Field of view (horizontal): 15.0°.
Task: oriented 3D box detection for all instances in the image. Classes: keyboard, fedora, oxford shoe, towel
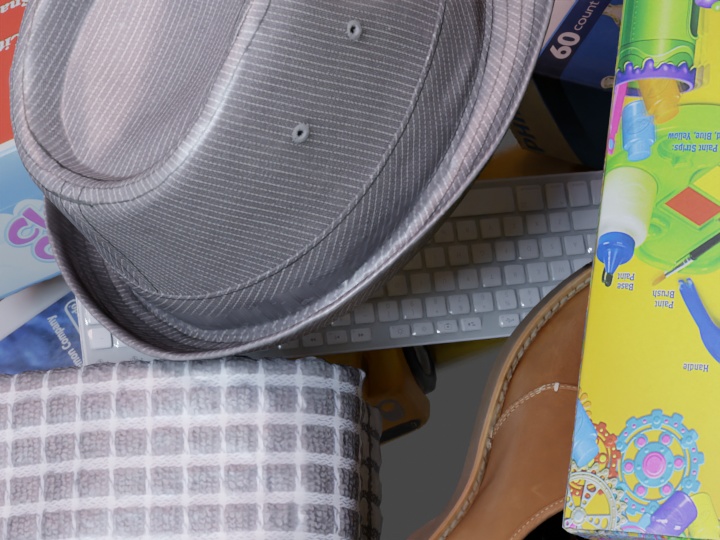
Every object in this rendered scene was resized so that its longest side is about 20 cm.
[{"bbox_3d":[0.000,0.000,0.948,0.199,0.011,0.056,-5,84,-14],"label":"keyboard"},{"bbox_3d":[-0.039,-0.075,0.858,0.177,0.090,0.200,28,82,40],"label":"fedora"},{"bbox_3d":[0.071,0.068,0.869,0.071,0.071,0.200,-17,33,47],"label":"oxford shoe"},{"bbox_3d":[-0.094,0.115,0.882,0.199,0.086,0.166,-4,71,10],"label":"towel"}]

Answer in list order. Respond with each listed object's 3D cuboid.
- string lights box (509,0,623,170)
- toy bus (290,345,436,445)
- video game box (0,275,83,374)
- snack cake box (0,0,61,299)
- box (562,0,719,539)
[{"bbox_3d":[0.148,-0.077,0.978,0.200,0.059,0.103,18,64,41],"label":"string lights box"},{"bbox_3d":[-0.023,-0.023,1.023,0.065,0.078,0.200,-21,44,15],"label":"toy bus"},{"bbox_3d":[-0.138,0.109,1.004,0.182,0.047,0.200,-38,43,-1],"label":"video game box"},{"bbox_3d":[-0.074,-0.078,0.997,0.200,0.067,0.115,-22,46,22],"label":"snack cake box"},{"bbox_3d":[0.182,-0.004,0.794,0.200,0.122,0.193,3,80,34],"label":"box"}]
